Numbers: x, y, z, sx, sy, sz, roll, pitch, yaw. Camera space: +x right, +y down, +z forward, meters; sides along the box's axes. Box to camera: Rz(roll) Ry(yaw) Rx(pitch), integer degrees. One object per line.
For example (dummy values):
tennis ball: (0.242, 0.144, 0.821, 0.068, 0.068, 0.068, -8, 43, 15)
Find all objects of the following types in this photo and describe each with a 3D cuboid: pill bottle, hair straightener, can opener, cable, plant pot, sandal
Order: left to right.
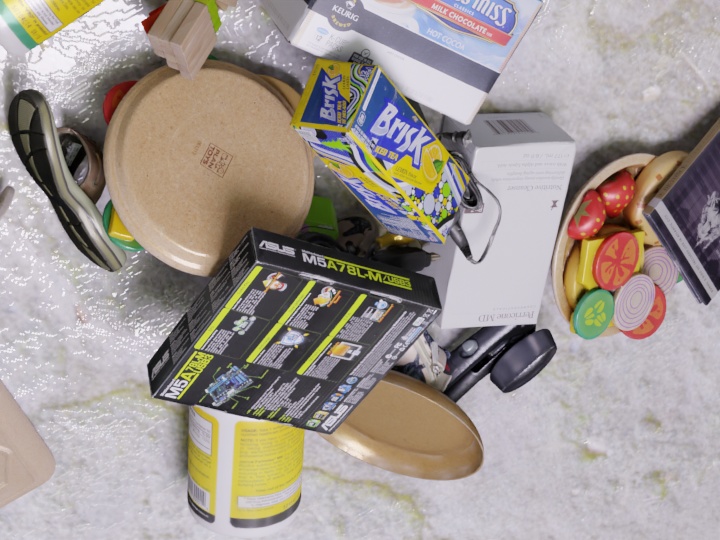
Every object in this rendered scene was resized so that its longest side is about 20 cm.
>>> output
sandal: (-0.252, -0.085, 1.652, 0.057, 0.080, 0.201, -39, 134, -17)
pill bottle: (-0.230, -0.272, 1.519, 0.200, 0.113, 0.113, -34, 125, 0)
pill bottle: (-0.110, 0.149, 1.813, 0.114, 0.114, 0.200, -6, 121, -18)
cable: (0.000, 0.000, 1.705, 0.200, 0.050, 0.097, -5, 110, -42)
plant pot: (0.031, 0.146, 1.851, 0.200, 0.200, 0.028, 45, 54, -35)
hair straightener: (0.072, -0.098, 1.716, 0.077, 0.041, 0.200, -23, 97, 38)
can opener: (0.103, 0.105, 1.905, 0.200, 0.079, 0.063, -35, 135, 12)

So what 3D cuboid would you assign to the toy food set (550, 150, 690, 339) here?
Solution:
toy food set: (0.268, -0.020, 1.868, 0.200, 0.049, 0.198, -12, 116, -39)

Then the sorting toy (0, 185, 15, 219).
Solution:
sorting toy: (-0.426, -0.008, 1.625, 0.200, 0.107, 0.180, 16, 131, -28)

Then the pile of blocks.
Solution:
pile of blocks: (-0.136, -0.268, 1.595, 0.200, 0.062, 0.082, -68, 165, 3)

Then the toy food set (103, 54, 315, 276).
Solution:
toy food set: (-0.134, -0.093, 1.637, 0.198, 0.049, 0.200, 15, 74, -21)

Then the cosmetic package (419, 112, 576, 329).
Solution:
cosmetic package: (0.127, -0.048, 1.810, 0.113, 0.081, 0.200, -4, 119, -21)

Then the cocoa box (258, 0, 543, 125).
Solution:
cocoa box: (0.031, -0.240, 1.626, 0.200, 0.133, 0.131, 22, 110, -30)

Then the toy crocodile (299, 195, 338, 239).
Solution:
toy crocodile: (-0.115, -0.056, 1.721, 0.200, 0.068, 0.062, 6, 136, -22)

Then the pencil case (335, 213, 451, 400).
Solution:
pencil case: (0.018, 0.037, 1.814, 0.078, 0.089, 0.200, -60, 135, -36)

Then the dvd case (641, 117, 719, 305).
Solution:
dvd case: (0.376, -0.083, 1.885, 0.200, 0.016, 0.149, -50, 130, -13)

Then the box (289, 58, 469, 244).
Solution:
box: (0.019, -0.101, 1.611, 0.200, 0.064, 0.070, 46, 60, -52)

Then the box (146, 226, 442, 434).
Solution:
box: (-0.059, 0.059, 1.651, 0.193, 0.048, 0.200, 16, 133, -28)

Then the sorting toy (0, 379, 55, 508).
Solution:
sorting toy: (-0.413, 0.174, 1.762, 0.200, 0.036, 0.185, -32, 126, -7)
